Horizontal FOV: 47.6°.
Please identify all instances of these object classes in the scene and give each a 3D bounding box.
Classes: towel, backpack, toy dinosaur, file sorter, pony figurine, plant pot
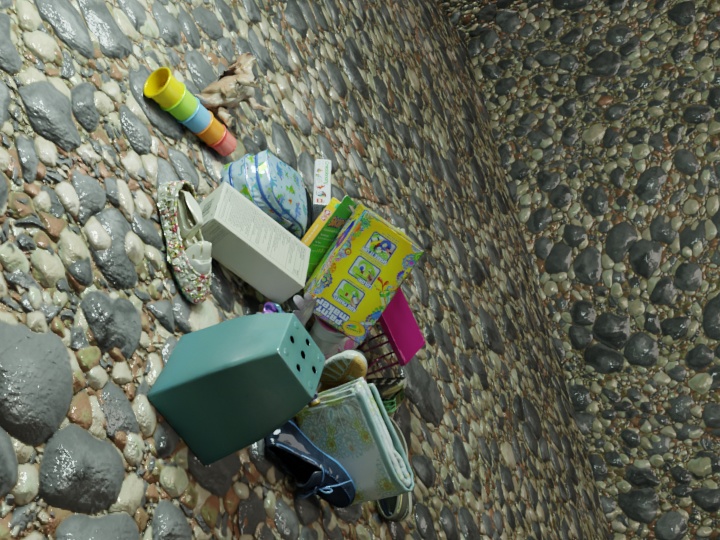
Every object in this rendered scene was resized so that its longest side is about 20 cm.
[{"bbox_3d":[-0.014,0.290,1.365,0.048,0.170,0.202,-21,88,-51],"label":"towel"},{"bbox_3d":[-0.170,-0.130,1.476,0.199,0.153,0.165,25,52,-40],"label":"backpack"},{"bbox_3d":[-0.252,-0.333,1.520,0.199,0.135,0.087,-32,138,-41],"label":"toy dinosaur"},{"bbox_3d":[0.021,0.100,1.670,0.202,0.125,0.139,65,25,-3],"label":"file sorter"},{"bbox_3d":[-0.131,0.132,1.321,0.193,0.165,0.202,107,-38,-76],"label":"pony figurine"},{"bbox_3d":[-0.159,0.150,1.146,0.142,0.199,0.142,56,25,-23],"label":"plant pot"}]

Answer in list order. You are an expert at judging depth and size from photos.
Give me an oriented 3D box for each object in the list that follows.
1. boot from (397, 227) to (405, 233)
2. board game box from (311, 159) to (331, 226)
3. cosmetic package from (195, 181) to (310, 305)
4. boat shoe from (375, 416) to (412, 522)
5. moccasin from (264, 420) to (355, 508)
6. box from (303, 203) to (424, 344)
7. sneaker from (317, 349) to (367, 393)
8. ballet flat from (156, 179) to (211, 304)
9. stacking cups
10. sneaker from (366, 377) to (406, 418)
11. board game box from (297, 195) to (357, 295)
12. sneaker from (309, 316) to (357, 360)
[{"bbox_3d":[0.014,-0.053,1.653,0.200,0.153,0.073,-121,-157,-69],"label":"boot"},{"bbox_3d":[-0.080,-0.101,1.609,0.201,0.034,0.127,98,-6,-48],"label":"board game box"},{"bbox_3d":[-0.183,-0.044,1.379,0.200,0.073,0.104,40,34,-26],"label":"cosmetic package"},{"bbox_3d":[0.053,0.376,1.559,0.060,0.071,0.204,29,47,-62],"label":"boat shoe"},{"bbox_3d":[-0.089,0.326,1.312,0.200,0.080,0.068,43,28,-17],"label":"moccasin"},{"bbox_3d":[0.000,0.000,1.441,0.121,0.194,0.200,33,5,-8],"label":"box"},{"bbox_3d":[-0.029,0.176,1.423,0.075,0.200,0.088,35,53,3],"label":"sneaker"},{"bbox_3d":[-0.266,-0.050,1.264,0.075,0.064,0.202,-5,74,-59],"label":"ballet flat"},{"bbox_3d":[-0.286,-0.272,1.423,0.200,0.060,0.061,38,37,-49],"label":"stacking cups"},{"bbox_3d":[0.059,0.261,1.651,0.200,0.076,0.090,27,60,-75],"label":"sneaker"},{"bbox_3d":[-0.076,-0.050,1.520,0.030,0.200,0.096,39,0,25],"label":"board game box"},{"bbox_3d":[-0.060,0.133,1.517,0.081,0.089,0.200,36,4,17],"label":"sneaker"}]
